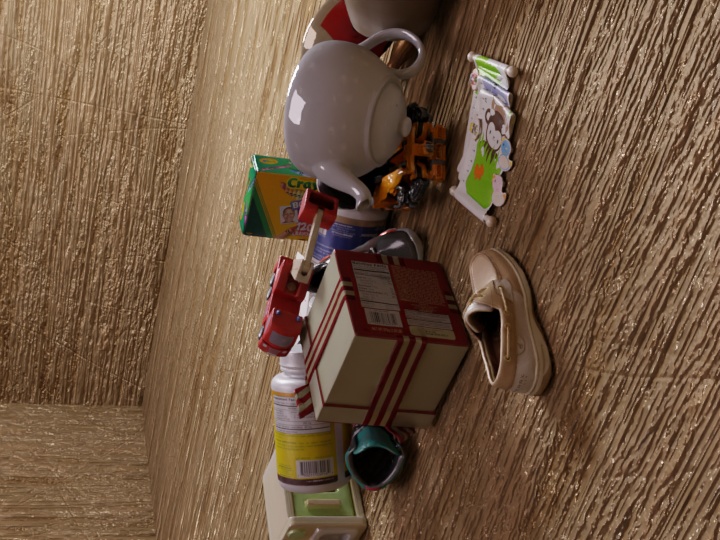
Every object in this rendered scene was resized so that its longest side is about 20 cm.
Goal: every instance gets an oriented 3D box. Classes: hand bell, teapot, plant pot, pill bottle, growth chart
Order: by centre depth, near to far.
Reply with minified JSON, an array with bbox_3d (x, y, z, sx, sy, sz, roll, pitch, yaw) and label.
[{"bbox_3d":[0.153,-0.162,1.228,0.145,0.018,0.201,-142,58,-66],"label":"growth chart"},{"bbox_3d":[-0.001,-0.207,1.328,0.197,0.145,0.201,-42,-40,-58],"label":"teapot"},{"bbox_3d":[0.044,-0.420,1.375,0.201,0.199,0.174,-108,13,-46],"label":"plant pot"},{"bbox_3d":[-0.071,0.210,1.445,0.109,0.109,0.201,-170,76,-70],"label":"pill bottle"},{"bbox_3d":[0.040,-0.294,1.504,0.200,0.104,0.104,-56,34,35],"label":"hand bell"},{"bbox_3d":[-0.026,-0.014,1.562,0.111,0.110,0.201,-130,47,-63],"label":"pill bottle"}]

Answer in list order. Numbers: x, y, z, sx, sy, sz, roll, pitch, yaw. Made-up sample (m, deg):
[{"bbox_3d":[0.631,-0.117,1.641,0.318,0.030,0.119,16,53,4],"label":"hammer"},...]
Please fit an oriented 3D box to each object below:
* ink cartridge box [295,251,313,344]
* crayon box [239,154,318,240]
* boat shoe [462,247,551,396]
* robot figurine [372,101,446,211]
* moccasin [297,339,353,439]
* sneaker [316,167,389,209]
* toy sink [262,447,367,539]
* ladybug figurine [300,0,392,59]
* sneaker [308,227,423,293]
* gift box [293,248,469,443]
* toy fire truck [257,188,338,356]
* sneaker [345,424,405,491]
[{"bbox_3d":[-0.081,0.077,1.762,0.117,0.067,0.201,-140,56,-67],"label":"ink cartridge box"},{"bbox_3d":[-0.087,-0.112,1.620,0.058,0.199,0.119,-111,31,-53],"label":"crayon box"},{"bbox_3d":[0.150,0.050,1.113,0.201,0.069,0.074,-106,28,-44],"label":"boat shoe"},{"bbox_3d":[0.067,-0.150,1.406,0.200,0.058,0.146,162,111,-70],"label":"robot figurine"},{"bbox_3d":[-0.057,0.194,1.651,0.074,0.077,0.202,-53,48,36],"label":"moccasin"},{"bbox_3d":[-0.027,-0.129,1.495,0.082,0.200,0.072,-3,98,27],"label":"sneaker"},{"bbox_3d":[-0.070,0.386,1.580,0.112,0.130,0.201,115,153,-44],"label":"toy sink"},{"bbox_3d":[-0.001,-0.362,1.513,0.072,0.200,0.136,37,167,35],"label":"ladybug figurine"},{"bbox_3d":[0.000,0.000,1.433,0.199,0.082,0.077,-22,91,36],"label":"sneaker"},{"bbox_3d":[0.018,0.108,1.309,0.201,0.183,0.187,-98,24,-47],"label":"gift box"},{"bbox_3d":[-0.086,0.004,1.383,0.141,0.049,0.201,125,159,-51],"label":"toy fire truck"},{"bbox_3d":[0.017,0.217,1.403,0.121,0.083,0.201,-137,44,-84],"label":"sneaker"}]
